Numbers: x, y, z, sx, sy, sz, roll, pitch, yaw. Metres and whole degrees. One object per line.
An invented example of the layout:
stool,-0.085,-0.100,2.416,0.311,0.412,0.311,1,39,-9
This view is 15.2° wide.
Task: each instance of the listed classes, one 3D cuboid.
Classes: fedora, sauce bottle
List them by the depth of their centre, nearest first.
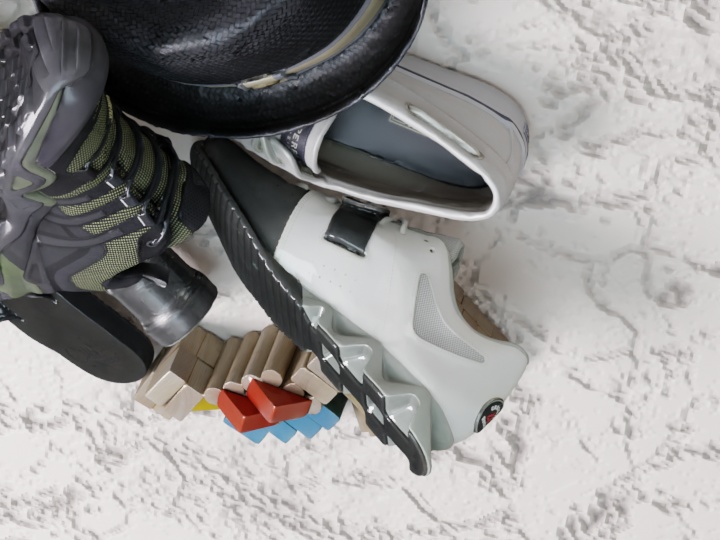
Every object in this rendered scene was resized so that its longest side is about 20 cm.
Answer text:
fedora,-0.072,-0.142,1.178,0.201,0.092,0.201,4,102,19
sauce bottle,-0.152,-0.043,1.313,0.065,0.065,0.200,-34,111,30

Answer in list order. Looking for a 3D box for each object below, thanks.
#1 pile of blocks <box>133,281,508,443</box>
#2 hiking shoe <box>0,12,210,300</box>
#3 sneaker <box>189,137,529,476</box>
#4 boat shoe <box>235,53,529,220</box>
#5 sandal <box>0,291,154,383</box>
pile of blocks,-0.022,0.065,1.353,0.200,0.062,0.082,-9,120,19
hiking shoe,-0.116,-0.052,1.207,0.101,0.076,0.200,1,154,-11
sneaker,0.000,0.000,1.292,0.200,0.089,0.074,48,165,16
boat shoe,-0.021,-0.073,1.259,0.200,0.066,0.072,22,125,-2
sandal,-0.192,0.003,1.350,0.200,0.045,0.075,38,152,-14
